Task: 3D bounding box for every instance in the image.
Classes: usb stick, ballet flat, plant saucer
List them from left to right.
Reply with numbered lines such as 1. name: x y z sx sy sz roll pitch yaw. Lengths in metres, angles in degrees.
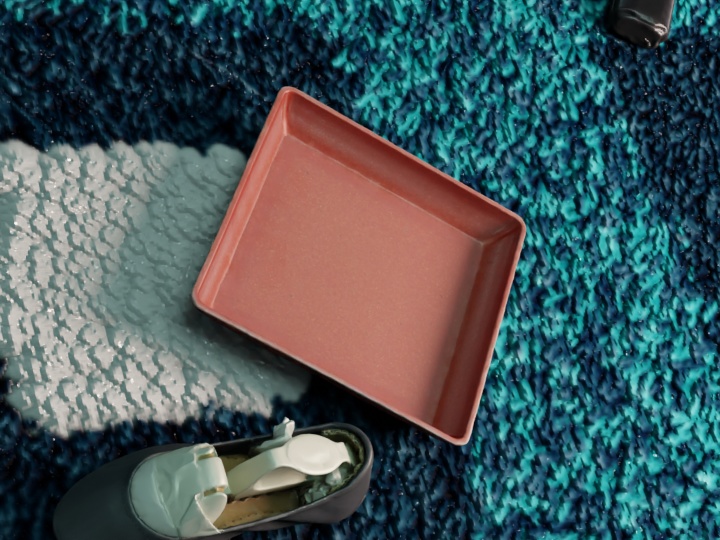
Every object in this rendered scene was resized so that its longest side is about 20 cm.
1. ballet flat: -0.076 0.121 0.913 0.199 0.073 0.073 -5 64 -32
2. plant saucer: 0.000 0.000 1.054 0.200 0.037 0.200 28 51 -11
3. usb stick: 0.250 -0.268 1.371 0.055 0.033 0.200 23 52 -7
